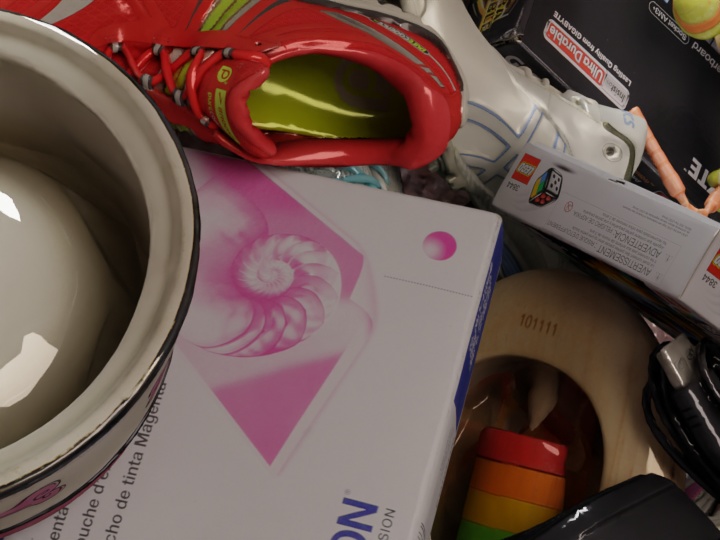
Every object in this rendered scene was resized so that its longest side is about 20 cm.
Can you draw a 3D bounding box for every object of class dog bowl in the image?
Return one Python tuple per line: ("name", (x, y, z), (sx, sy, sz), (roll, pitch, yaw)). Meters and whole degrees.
("dog bowl", (-0.153, 0.008, 0.834), (0.198, 0.074, 0.201), (-1, 61, 1))

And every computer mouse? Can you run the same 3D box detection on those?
("computer mouse", (0.084, 0.125, 0.882), (0.199, 0.053, 0.139), (-29, 96, -9))

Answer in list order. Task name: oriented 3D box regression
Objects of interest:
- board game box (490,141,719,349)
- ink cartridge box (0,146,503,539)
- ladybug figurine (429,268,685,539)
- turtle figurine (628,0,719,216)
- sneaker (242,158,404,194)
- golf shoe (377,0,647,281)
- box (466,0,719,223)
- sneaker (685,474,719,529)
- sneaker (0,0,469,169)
("board game box", (0.157, 0.023, 0.962), (0.200, 0.126, 0.035), (34, 88, -35))
("ink cartridge box", (-0.064, 0.049, 0.874), (0.198, 0.043, 0.198), (11, 62, 8))
("ladybug figurine", (0.069, 0.101, 0.968), (0.072, 0.135, 0.202), (16, 91, -61))
("turtle figurine", (0.188, -0.118, 1.064), (0.161, 0.064, 0.202), (9, 73, -44))
("sneaker", (0.000, 0.000, 0.971), (0.077, 0.086, 0.202), (14, 67, -28))
("golf shoe", (0.068, -0.061, 1.001), (0.097, 0.078, 0.201), (-24, 117, 1))
("box", (0.146, -0.123, 1.106), (0.200, 0.050, 0.200), (39, 56, -30))
("sneaker", (0.157, 0.129, 1.035), (0.081, 0.088, 0.200), (48, 57, -12))
("sneaker", (-0.056, -0.079, 0.896), (0.198, 0.085, 0.078), (6, 112, -4))
